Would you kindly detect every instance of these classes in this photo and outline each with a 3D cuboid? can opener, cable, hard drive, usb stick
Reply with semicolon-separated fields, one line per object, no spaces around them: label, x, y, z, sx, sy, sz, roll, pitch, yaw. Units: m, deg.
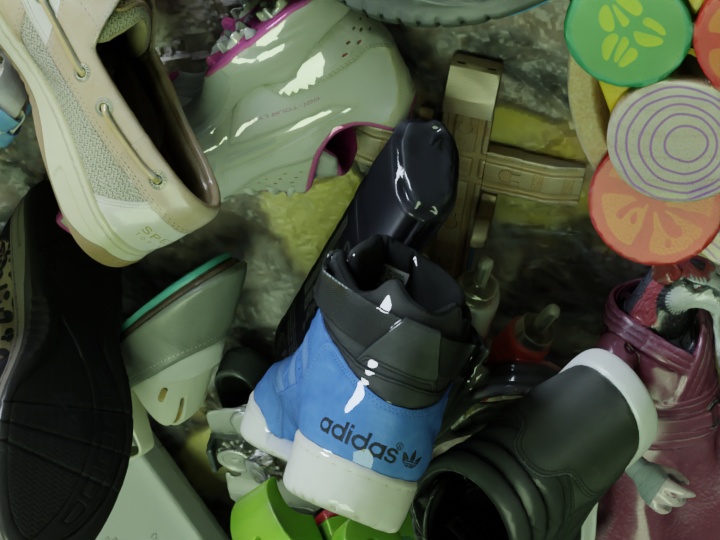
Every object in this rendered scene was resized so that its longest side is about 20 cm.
can opener;-0.037;0.122;1.172;0.052;0.067;0.200;6;139;16
cable;0.042;0.059;1.087;0.097;0.050;0.200;24;150;-4
hard drive;-0.100;0.195;1.207;0.132;0.027;0.200;-43;80;37
usb stick;0.000;0.000;1.031;0.033;0.056;0.200;7;149;-17

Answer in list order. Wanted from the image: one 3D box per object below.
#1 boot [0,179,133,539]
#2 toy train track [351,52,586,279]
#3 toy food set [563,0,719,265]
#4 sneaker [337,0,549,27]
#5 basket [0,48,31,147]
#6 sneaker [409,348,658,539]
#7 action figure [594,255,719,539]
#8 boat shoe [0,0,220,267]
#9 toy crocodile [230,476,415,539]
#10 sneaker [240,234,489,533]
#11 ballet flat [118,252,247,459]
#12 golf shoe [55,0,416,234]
boot;-0.182;0.071;1.086;0.073;0.201;0.150;20;143;-36
toy train track;0.040;-0.011;1.050;0.114;0.033;0.200;12;132;6
toy food set;0.181;-0.073;0.936;0.197;0.049;0.200;-15;120;20
sneaker;0.000;-0.153;0.916;0.199;0.073;0.082;7;128;9
basket;-0.257;-0.075;1.011;0.200;0.139;0.176;-35;114;25
sneaker;0.058;0.113;1.004;0.071;0.099;0.200;51;152;17
action figure;0.148;0.062;1.061;0.149;0.134;0.201;31;134;49
boat shoe;-0.115;-0.104;0.951;0.065;0.072;0.200;-24;83;28
toy crocodile;0.021;0.144;1.134;0.200;0.062;0.068;7;144;-36
sneaker;0.002;0.041;0.979;0.077;0.200;0.111;23;91;-7
ballet flat;-0.111;0.057;1.124;0.200;0.067;0.064;-32;88;40
golf shoe;-0.059;-0.057;1.013;0.092;0.075;0.200;42;129;-19
